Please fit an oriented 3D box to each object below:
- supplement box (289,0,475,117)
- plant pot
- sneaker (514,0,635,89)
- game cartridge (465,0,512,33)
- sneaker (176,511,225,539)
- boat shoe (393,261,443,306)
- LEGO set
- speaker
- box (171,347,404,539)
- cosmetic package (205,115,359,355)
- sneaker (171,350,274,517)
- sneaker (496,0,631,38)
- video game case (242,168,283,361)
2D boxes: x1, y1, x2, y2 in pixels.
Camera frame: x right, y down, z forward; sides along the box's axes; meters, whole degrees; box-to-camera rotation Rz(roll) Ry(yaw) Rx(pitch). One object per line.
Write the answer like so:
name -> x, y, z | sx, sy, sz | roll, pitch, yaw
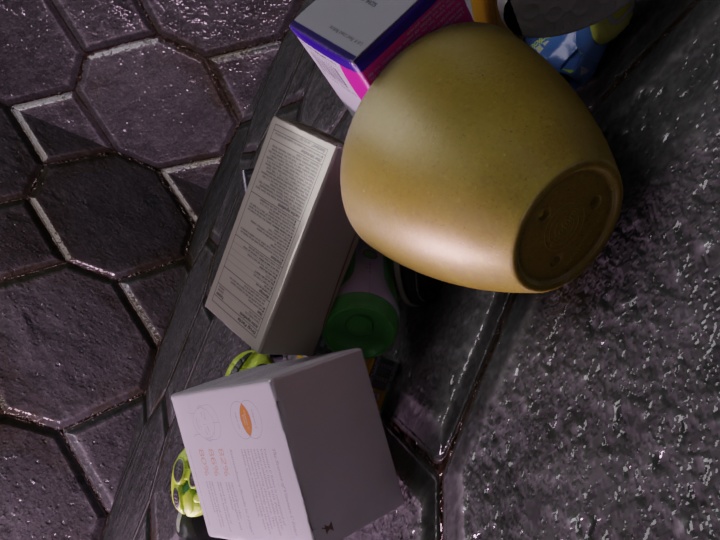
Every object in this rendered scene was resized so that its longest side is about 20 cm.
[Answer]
supplement box -> 0.049, -0.148, 0.627 | 0.103, 0.200, 0.101 | -43, 46, -4
plant pot -> 0.106, -0.064, 0.556 | 0.142, 0.199, 0.201 | 43, 112, 44
sneaker -> 0.163, -0.214, 0.697 | 0.105, 0.075, 0.200 | -66, 19, 8
game cartridge -> 0.075, -0.250, 0.716 | 0.176, 0.032, 0.201 | 32, 143, 51
sneaker -> -0.140, 0.262, 0.906 | 0.085, 0.075, 0.200 | -43, -5, 35
boat shoe -> 0.087, -0.059, 0.752 | 0.066, 0.074, 0.200 | 10, 85, 41
LEGO set -> -0.052, 0.130, 0.842 | 0.154, 0.115, 0.200 | -67, 18, 4
speaker -> 0.000, 0.000, 0.807 | 0.089, 0.088, 0.200 | -55, 20, 34
box -> -0.077, 0.170, 0.723 | 0.200, 0.106, 0.153 | -16, 88, 49
cosmetic package -> -0.063, -0.031, 0.711 | 0.103, 0.073, 0.201 | 34, 107, 41
sneaker -> -0.144, 0.193, 0.864 | 0.074, 0.084, 0.201 | 23, 78, 29
sneaker -> 0.177, -0.279, 0.594 | 0.199, 0.081, 0.147 | -30, 50, 9
video game case -> -0.115, -0.001, 0.893 | 0.143, 0.019, 0.201 | 110, 151, -74
